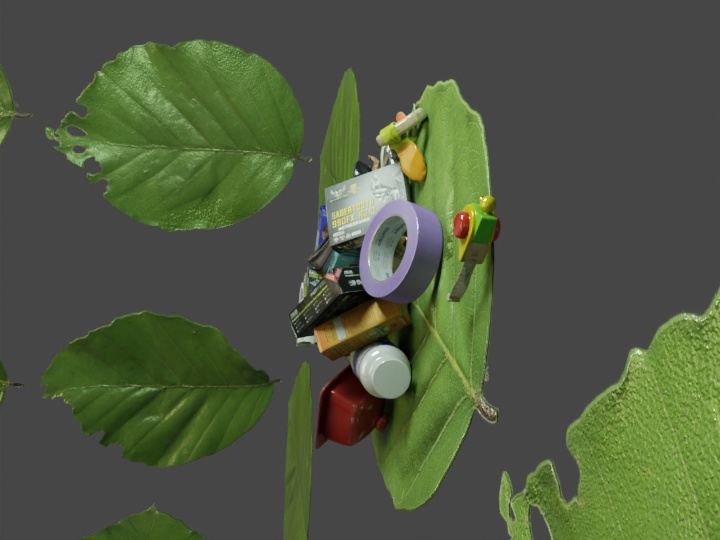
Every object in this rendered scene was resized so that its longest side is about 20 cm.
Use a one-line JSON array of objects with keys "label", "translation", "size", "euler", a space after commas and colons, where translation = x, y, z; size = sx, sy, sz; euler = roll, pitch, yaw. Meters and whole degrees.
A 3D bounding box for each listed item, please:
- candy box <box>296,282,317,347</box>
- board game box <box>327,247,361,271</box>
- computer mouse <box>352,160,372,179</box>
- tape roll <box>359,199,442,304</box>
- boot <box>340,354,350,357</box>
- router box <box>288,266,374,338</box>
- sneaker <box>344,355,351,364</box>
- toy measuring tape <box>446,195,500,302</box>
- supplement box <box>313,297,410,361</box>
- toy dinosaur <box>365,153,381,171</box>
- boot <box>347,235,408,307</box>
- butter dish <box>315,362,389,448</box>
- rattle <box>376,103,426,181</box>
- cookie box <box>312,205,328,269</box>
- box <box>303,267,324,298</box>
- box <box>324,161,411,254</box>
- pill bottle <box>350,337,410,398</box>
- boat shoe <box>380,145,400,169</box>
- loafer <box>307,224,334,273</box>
[{"label": "candy box", "translation": [-0.072, 0.128, 1.933], "size": [0.072, 0.198, 0.170], "euler": [124, 150, -74]}, {"label": "board game box", "translation": [0.000, 0.000, 1.754], "size": [0.200, 0.149, 0.047], "euler": [116, 160, -61]}, {"label": "computer mouse", "translation": [0.016, -0.167, 1.728], "size": [0.138, 0.052, 0.202], "euler": [-34, -57, -73]}, {"label": "tape roll", "translation": [0.078, -0.037, 1.416], "size": [0.200, 0.065, 0.202], "euler": [-34, 48, 49]}, {"label": "boot", "translation": [0.003, 0.123, 1.729], "size": [0.070, 0.130, 0.202], "euler": [-141, 58, -78]}, {"label": "router box", "translation": [-0.045, 0.067, 1.538], "size": [0.200, 0.149, 0.063], "euler": [-45, 61, 40]}, {"label": "sneaker", "translation": [-0.016, 0.186, 1.852], "size": [0.201, 0.076, 0.075], "euler": [59, 162, 6]}, {"label": "toy measuring tape", "translation": [0.170, -0.040, 1.109], "size": [0.074, 0.073, 0.201], "euler": [-96, 16, -46]}, {"label": "supplement box", "translation": [0.004, 0.118, 1.507], "size": [0.067, 0.199, 0.069], "euler": [44, -159, -55]}, {"label": "toy dinosaur", "translation": [0.050, -0.211, 1.792], "size": [0.200, 0.085, 0.137], "euler": [127, 147, -63]}, {"label": "boot", "translation": [0.047, -0.017, 1.588], "size": [0.199, 0.072, 0.157], "euler": [33, 119, 45]}, {"label": "butter dish", "translation": [0.000, 0.324, 1.649], "size": [0.199, 0.147, 0.202], "euler": [-37, -38, -47]}, {"label": "rattle", "translation": [0.121, -0.295, 1.601], "size": [0.130, 0.143, 0.200], "euler": [-49, 3, 12]}, {"label": "cookie box", "translation": [-0.038, -0.067, 1.946], "size": [0.075, 0.169, 0.202], "euler": [-114, 30, -75]}, {"label": "box", "translation": [-0.050, 0.081, 1.845], "size": [0.044, 0.198, 0.161], "euler": [117, 156, -48]}, {"label": "box", "translation": [0.020, -0.143, 1.611], "size": [0.048, 0.198, 0.160], "euler": [41, -142, -56]}, {"label": "pill bottle", "translation": [0.046, 0.209, 1.518], "size": [0.200, 0.111, 0.113], "euler": [-152, 68, -78]}, {"label": "boat shoe", "translation": [0.084, -0.242, 1.685], "size": [0.066, 0.071, 0.203], "euler": [10, 85, 52]}, {"label": "loafer", "translation": [-0.070, -0.090, 1.814], "size": [0.201, 0.063, 0.072], "euler": [-62, 2, 10]}]
